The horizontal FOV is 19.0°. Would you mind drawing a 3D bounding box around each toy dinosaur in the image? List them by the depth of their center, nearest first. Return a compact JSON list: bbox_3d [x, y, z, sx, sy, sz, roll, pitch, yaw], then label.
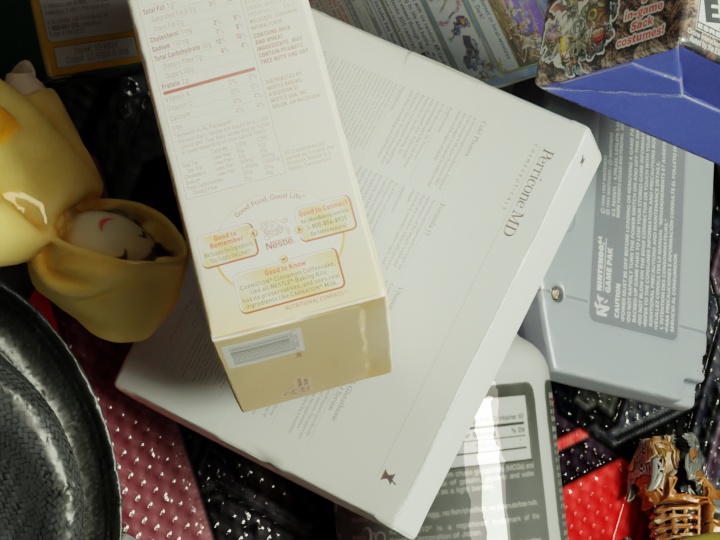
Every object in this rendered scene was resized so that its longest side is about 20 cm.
[{"bbox_3d":[0.211,0.189,1.211,0.135,0.102,0.201,-8,94,-30],"label":"toy dinosaur"}]

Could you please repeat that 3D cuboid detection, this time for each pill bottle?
[{"bbox_3d":[0.042,0.095,1.066,0.115,0.116,0.201,-2,84,-39],"label":"pill bottle"}]

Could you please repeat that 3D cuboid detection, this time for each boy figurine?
[{"bbox_3d":[-0.155,-0.048,0.899,0.200,0.064,0.124,47,30,2],"label":"boy figurine"}]

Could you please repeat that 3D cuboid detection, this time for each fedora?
[{"bbox_3d":[-0.168,0.096,0.862,0.199,0.091,0.202,0,89,-28],"label":"fedora"}]

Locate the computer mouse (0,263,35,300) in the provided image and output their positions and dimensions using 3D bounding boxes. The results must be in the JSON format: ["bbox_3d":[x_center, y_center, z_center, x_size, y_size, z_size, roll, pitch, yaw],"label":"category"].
[{"bbox_3d":[-0.199,0.018,0.923,0.139,0.053,0.200,53,55,-19],"label":"computer mouse"}]

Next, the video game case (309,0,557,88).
[{"bbox_3d":[0.012,-0.178,1.041,0.045,0.181,0.201,-35,105,-38],"label":"video game case"}]

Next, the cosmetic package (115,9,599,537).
[{"bbox_3d":[0.000,0.000,0.996,0.201,0.150,0.052,-63,160,-6],"label":"cosmetic package"}]

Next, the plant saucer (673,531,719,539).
[{"bbox_3d":[0.108,0.231,1.074,0.048,0.200,0.201,29,61,2],"label":"plant saucer"}]

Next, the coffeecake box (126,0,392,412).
[{"bbox_3d":[-0.046,-0.058,0.898,0.073,0.154,0.201,-14,76,-2],"label":"coffeecake box"}]

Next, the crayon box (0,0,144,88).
[{"bbox_3d":[-0.129,-0.192,1.014,0.125,0.051,0.201,-14,93,-39],"label":"crayon box"}]

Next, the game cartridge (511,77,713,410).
[{"bbox_3d":[0.132,-0.034,1.147,0.133,0.040,0.201,16,73,-39],"label":"game cartridge"}]

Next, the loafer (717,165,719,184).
[{"bbox_3d":[0.252,-0.079,1.289,0.069,0.075,0.201,-30,102,-33],"label":"loafer"}]

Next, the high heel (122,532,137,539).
[{"bbox_3d":[-0.073,0.224,0.952,0.199,0.072,0.143,34,53,4],"label":"high heel"}]

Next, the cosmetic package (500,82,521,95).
[{"bbox_3d":[0.125,-0.049,1.199,0.150,0.052,0.201,14,74,-39],"label":"cosmetic package"}]

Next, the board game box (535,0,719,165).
[{"bbox_3d":[0.182,-0.160,0.990,0.159,0.097,0.201,19,72,-32],"label":"board game box"}]
